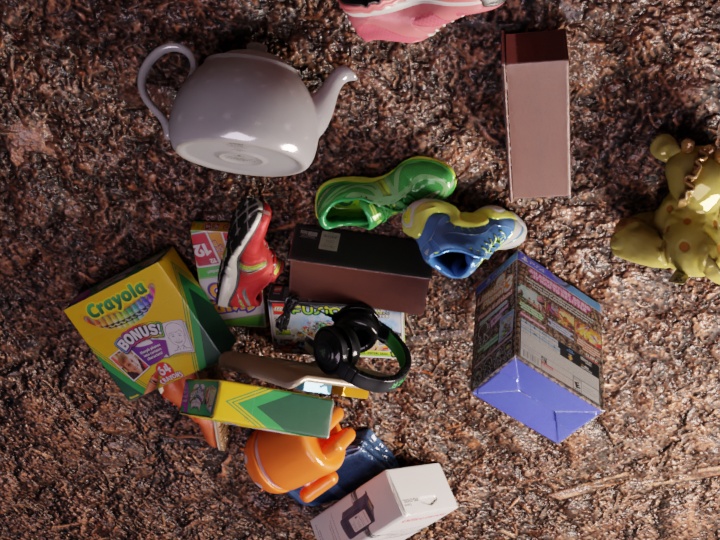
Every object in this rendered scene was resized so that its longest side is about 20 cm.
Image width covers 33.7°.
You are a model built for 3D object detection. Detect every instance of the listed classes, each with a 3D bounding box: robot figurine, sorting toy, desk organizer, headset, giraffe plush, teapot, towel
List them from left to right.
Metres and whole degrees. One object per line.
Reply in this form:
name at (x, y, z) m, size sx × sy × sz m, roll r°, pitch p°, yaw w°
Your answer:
teapot at (-0.140, -0.205, 1.446) m, size 0.198 × 0.148 × 0.196 m, roll 14°, pitch 168°, yaw -43°
robot figurine at (-0.103, 0.287, 1.898) m, size 0.199 × 0.118 × 0.144 m, roll -27°, pitch 133°, yaw 29°
sorting toy at (-0.076, 0.151, 1.697) m, size 0.198 × 0.037 × 0.184 m, roll 6°, pitch -177°, yaw -43°
towel at (-0.041, 0.336, 1.980) m, size 0.198 × 0.049 × 0.112 m, roll -25°, pitch 125°, yaw 27°
headset at (-0.026, 0.102, 1.641) m, size 0.199 × 0.123 × 0.095 m, roll 36°, pitch 125°, yaw 9°
desk organizer at (0.000, 0.000, 1.656) m, size 0.197 × 0.072 × 0.078 m, roll 8°, pitch 135°, yaw 1°
desk organizer at (0.214, -0.186, 1.446) m, size 0.076 × 0.072 × 0.202 m, roll -2°, pitch 131°, yaw 8°
giraffe plush at (0.409, -0.082, 1.480) m, size 0.170 × 0.200 × 0.165 m, roll 10°, pitch 104°, yaw 3°

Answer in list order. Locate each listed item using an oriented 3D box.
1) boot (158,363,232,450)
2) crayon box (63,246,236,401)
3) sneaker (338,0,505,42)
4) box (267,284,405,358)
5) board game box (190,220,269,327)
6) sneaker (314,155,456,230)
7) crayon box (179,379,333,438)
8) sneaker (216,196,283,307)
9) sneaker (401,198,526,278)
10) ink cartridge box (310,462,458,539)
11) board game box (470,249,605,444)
boot at (-0.261, 0.201, 1.881) m, size 0.106 × 0.075 × 0.202 m, roll -3°, pitch 123°, yaw 15°
crayon box at (-0.310, 0.081, 1.753) m, size 0.198 × 0.058 × 0.174 m, roll -24°, pitch 109°, yaw 28°
sneaker at (0.077, -0.308, 1.380) m, size 0.197 × 0.075 × 0.087 m, roll -2°, pitch 146°, yaw 15°
box at (-0.034, 0.076, 1.753) m, size 0.197 × 0.035 × 0.111 m, roll 2°, pitch 132°, yaw 7°
board game box at (-0.187, 0.014, 1.728) m, size 0.094 × 0.030 × 0.202 m, roll 3°, pitch 134°, yaw 6°
sneaker at (0.034, -0.090, 1.560) m, size 0.197 × 0.084 × 0.075 m, roll -13°, pitch 129°, yaw 19°
crayon box at (-0.154, 0.199, 1.723) m, size 0.170 × 0.059 × 0.200 m, roll 12°, pitch 171°, yaw -20°
sneaker at (-0.144, -0.023, 1.634) m, size 0.084 × 0.078 × 0.201 m, roll 8°, pitch 139°, yaw -14°
sneaker at (0.144, -0.029, 1.551) m, size 0.198 × 0.106 × 0.076 m, roll 5°, pitch 142°, yaw -31°
ink cartridge box at (0.039, 0.400, 1.961) m, size 0.144 × 0.085 × 0.199 m, roll 3°, pitch 147°, yaw -48°
board game box at (0.242, 0.104, 1.625) m, size 0.158 × 0.202 × 0.097 m, roll 31°, pitch 130°, yaw -19°
